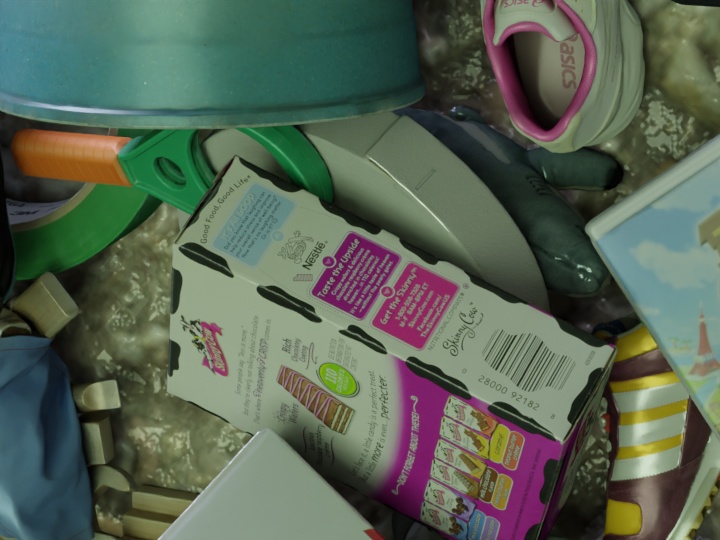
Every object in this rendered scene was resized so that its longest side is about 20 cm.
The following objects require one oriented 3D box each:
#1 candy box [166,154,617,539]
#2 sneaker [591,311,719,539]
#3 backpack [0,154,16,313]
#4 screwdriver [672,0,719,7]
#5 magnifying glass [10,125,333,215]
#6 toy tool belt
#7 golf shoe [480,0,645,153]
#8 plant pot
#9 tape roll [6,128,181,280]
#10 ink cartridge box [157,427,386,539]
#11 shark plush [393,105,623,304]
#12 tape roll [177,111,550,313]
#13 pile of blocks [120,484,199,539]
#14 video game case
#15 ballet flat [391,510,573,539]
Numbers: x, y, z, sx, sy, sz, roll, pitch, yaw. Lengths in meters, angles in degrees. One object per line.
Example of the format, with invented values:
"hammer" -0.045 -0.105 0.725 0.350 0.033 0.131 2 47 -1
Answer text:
"candy box" 0.010 0.046 1.220 0.199 0.061 0.137 26 149 10
"sneaker" 0.143 0.070 1.286 0.090 0.075 0.201 28 104 8
"backpack" -0.261 -0.072 1.278 0.152 0.176 0.202 -1 91 26
"screwdriver" 0.105 -0.137 1.199 0.199 0.028 0.029 0 144 -22
"magnifying glass" -0.094 -0.051 1.270 0.199 0.022 0.080 5 133 39
"toy tool belt" -0.178 0.103 1.382 0.122 0.125 0.201 -8 103 30
"golf shoe" 0.088 -0.151 1.230 0.075 0.091 0.202 -8 101 23
"plant pot" -0.070 -0.172 1.181 0.199 0.200 0.190 3 102 19
"tape roll" -0.184 -0.097 1.365 0.199 0.048 0.202 6 107 18
"ink cartridge box" -0.021 0.165 1.273 0.144 0.200 0.084 44 82 7
"shark plush" 0.043 -0.055 1.276 0.200 0.083 0.091 43 109 8
"tape roll" 0.000 0.000 1.280 0.202 0.037 0.204 26 142 22
"pile of blocks" -0.050 0.186 1.391 0.199 0.062 0.082 32 113 8
"video game case" 0.234 0.001 1.217 0.199 0.022 0.183 -33 92 2
"ballet flat" 0.065 0.149 1.290 0.199 0.063 0.068 18 113 48
